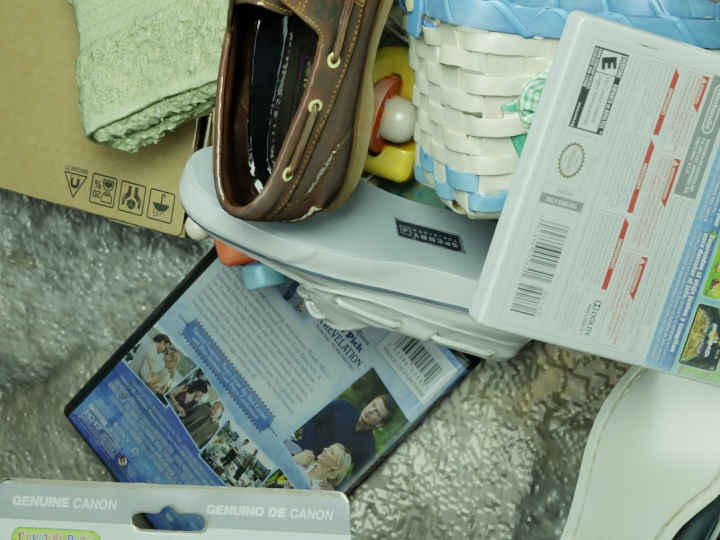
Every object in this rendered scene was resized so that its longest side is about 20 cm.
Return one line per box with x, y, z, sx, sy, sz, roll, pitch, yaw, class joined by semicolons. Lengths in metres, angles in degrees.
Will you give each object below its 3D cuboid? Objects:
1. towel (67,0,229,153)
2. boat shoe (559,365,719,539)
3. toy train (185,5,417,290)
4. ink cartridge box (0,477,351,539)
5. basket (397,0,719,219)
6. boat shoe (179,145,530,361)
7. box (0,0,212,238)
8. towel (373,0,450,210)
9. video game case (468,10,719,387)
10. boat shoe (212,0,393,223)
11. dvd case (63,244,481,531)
-0.078;-0.152;1.366;0.199;0.036;0.149;-22;74;42;towel
0.144;0.111;1.335;0.075;0.062;0.201;25;105;25;boat shoe
-0.035;-0.093;1.379;0.149;0.056;0.201;-7;94;19;toy train
-0.079;0.186;1.413;0.199;0.084;0.177;1;99;19;ink cartridge box
0.104;-0.126;1.285;0.175;0.139;0.201;-1;98;-16;basket
0.000;0.000;1.347;0.199;0.074;0.066;20;127;-14;boat shoe
-0.159;-0.118;1.476;0.199;0.021;0.165;15;102;28;box
0.009;-0.127;1.412;0.147;0.022;0.200;-46;73;19;towel
0.161;-0.021;1.246;0.199;0.018;0.144;15;101;-20;video game case
-0.026;-0.119;1.255;0.070;0.070;0.201;12;102;38;boat shoe
-0.049;0.060;1.447;0.200;0.018;0.143;-46;74;20;dvd case
